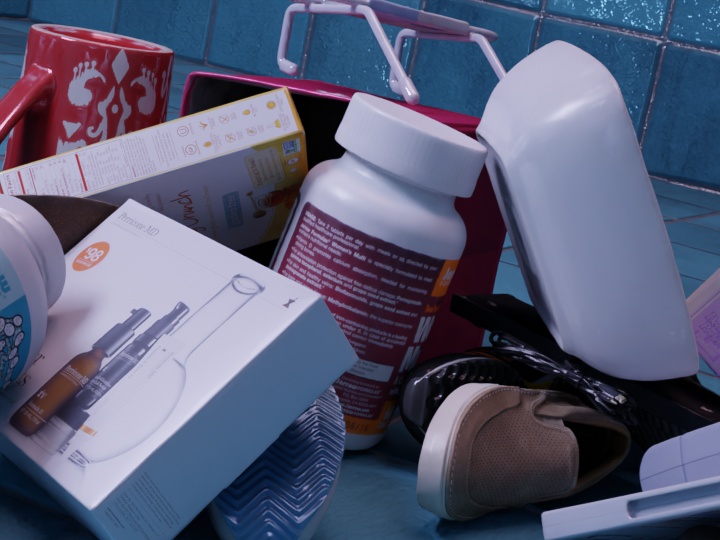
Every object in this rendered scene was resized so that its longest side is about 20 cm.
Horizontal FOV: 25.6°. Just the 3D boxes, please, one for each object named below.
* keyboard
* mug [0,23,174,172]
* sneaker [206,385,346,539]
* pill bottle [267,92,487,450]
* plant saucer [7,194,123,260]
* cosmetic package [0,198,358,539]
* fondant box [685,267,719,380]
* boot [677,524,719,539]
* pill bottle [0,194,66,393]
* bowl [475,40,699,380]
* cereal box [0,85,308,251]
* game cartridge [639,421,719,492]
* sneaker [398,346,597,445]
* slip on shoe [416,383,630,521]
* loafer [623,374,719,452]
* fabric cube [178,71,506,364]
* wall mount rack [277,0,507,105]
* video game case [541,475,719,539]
[{"bbox_3d":[0.141,0.061,1.003,0.199,0.021,0.127,26,14,31],"label":"keyboard"},{"bbox_3d":[-0.212,-0.073,1.173,0.133,0.201,0.178,14,11,9],"label":"mug"},{"bbox_3d":[-0.052,0.090,0.855,0.076,0.081,0.200,3,33,-8],"label":"sneaker"},{"bbox_3d":[0.000,0.000,0.986,0.109,0.201,0.110,22,11,-5],"label":"pill bottle"},{"bbox_3d":[-0.218,0.011,0.955,0.199,0.032,0.200,-12,-21,-4],"label":"plant saucer"},{"bbox_3d":[-0.117,0.049,0.822,0.151,0.052,0.200,-42,36,-19],"label":"cosmetic package"},{"bbox_3d":[0.283,0.072,1.053,0.144,0.058,0.200,51,10,17],"label":"fondant box"},{"bbox_3d":[0.247,0.178,0.765,0.199,0.071,0.146,6,18,-18],"label":"boot"},{"bbox_3d":[-0.225,0.030,0.759,0.110,0.111,0.200,15,29,19],"label":"pill bottle"},{"bbox_3d":[0.132,-0.032,0.984,0.074,0.201,0.200,-20,16,1],"label":"bowl"},{"bbox_3d":[-0.131,-0.040,0.996,0.199,0.040,0.144,-18,-21,-6],"label":"cereal box"},{"bbox_3d":[0.257,0.097,0.858,0.133,0.041,0.199,7,-22,-42],"label":"game cartridge"},{"bbox_3d":[0.074,0.085,1.042,0.090,0.070,0.199,11,4,40],"label":"sneaker"},{"bbox_3d":[0.098,0.107,0.929,0.060,0.077,0.200,10,2,29],"label":"slip on shoe"},{"bbox_3d":[0.208,0.082,1.100,0.069,0.076,0.200,-30,28,-17],"label":"loafer"},{"bbox_3d":[-0.012,-0.033,1.175,0.195,0.201,0.199,15,11,24],"label":"fabric cube"},{"bbox_3d":[0.036,-0.158,1.180,0.199,0.075,0.173,6,7,-38],"label":"wall mount rack"},{"bbox_3d":[0.213,0.117,0.815,0.199,0.018,0.143,-19,-21,36],"label":"video game case"}]
